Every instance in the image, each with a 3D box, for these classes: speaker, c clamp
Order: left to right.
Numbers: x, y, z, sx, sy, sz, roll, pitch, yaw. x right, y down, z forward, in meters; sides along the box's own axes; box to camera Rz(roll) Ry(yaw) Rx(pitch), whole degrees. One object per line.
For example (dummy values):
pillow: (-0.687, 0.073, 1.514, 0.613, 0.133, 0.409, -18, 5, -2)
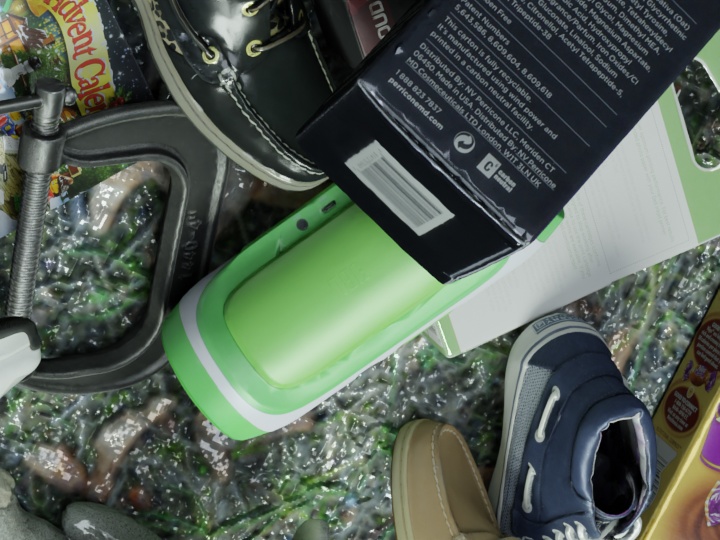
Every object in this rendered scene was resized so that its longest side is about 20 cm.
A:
c clamp: (-0.143, -0.014, 1.326, 0.170, 0.027, 0.201, -16, 132, -29)
speaker: (0.000, 0.000, 1.344, 0.200, 0.089, 0.089, -35, 117, 12)

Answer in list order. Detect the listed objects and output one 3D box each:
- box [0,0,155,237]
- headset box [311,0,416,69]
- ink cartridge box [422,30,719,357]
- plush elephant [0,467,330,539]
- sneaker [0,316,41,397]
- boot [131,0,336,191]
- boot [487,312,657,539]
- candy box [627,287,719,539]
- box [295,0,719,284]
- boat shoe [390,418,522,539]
box: (-0.192, -0.118, 1.297, 0.136, 0.038, 0.201, -29, 115, -8)
headset box: (0.041, -0.198, 1.332, 0.199, 0.077, 0.149, -25, 114, -9)
ink cartridge box: (0.107, -0.060, 1.419, 0.199, 0.048, 0.146, -24, 114, -10)
plush elephant: (-0.095, 0.189, 1.365, 0.154, 0.166, 0.200, -22, 141, 33)
sneaker: (-0.216, 0.109, 1.248, 0.200, 0.076, 0.116, -33, 102, -24)
boot: (-0.038, -0.140, 1.261, 0.073, 0.153, 0.204, -41, 103, -38)
boot: (0.114, 0.128, 1.443, 0.072, 0.090, 0.201, -15, 127, -15)
candy box: (0.233, 0.079, 1.510, 0.116, 0.056, 0.201, 22, 98, -24)
box: (0.082, -0.106, 1.221, 0.104, 0.148, 0.200, 43, 78, -4)
boat shoe: (0.072, 0.169, 1.430, 0.071, 0.064, 0.201, 1, 69, -58)
